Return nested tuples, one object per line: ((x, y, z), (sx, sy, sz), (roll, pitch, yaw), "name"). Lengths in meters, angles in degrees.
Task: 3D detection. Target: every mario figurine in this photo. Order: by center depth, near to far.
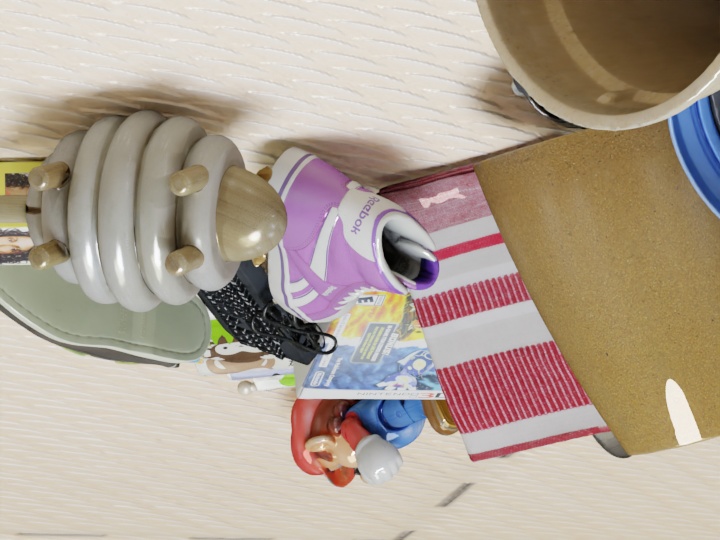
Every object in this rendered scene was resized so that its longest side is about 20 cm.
((0.027, 0.135, 2.250), (0.123, 0.106, 0.200), (10, 157, -40), "mario figurine")

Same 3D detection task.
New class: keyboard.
((-0.085, 0.027, 1.948), (0.104, 0.040, 0.200), (13, 160, 23), "keyboard")

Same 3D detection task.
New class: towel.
((0.102, 0.024, 1.843), (0.144, 0.200, 0.023), (-14, -170, 28), "towel")

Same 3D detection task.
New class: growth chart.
((-0.079, 0.058, 2.148), (0.144, 0.018, 0.200), (-11, 157, 18), "growth chart")

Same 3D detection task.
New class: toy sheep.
((-0.141, -0.037, 1.708), (0.199, 0.138, 0.138), (7, 163, 15), "toy sheep")

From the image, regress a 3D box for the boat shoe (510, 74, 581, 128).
((0.125, -0.116, 1.627), (0.074, 0.060, 0.200), (-8, 160, 8), "boat shoe")

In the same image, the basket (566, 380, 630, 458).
((0.251, 0.018, 1.880), (0.200, 0.181, 0.136), (-21, 137, 28), "basket")

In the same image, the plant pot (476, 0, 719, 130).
((0.185, -0.168, 1.341), (0.183, 0.201, 0.200), (-2, 164, -41), "plant pot")

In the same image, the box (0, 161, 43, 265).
((-0.193, -0.038, 1.809), (0.199, 0.050, 0.075), (-2, 161, -7), "box")

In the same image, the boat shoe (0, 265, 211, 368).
((-0.200, 0.027, 1.953), (0.201, 0.072, 0.060), (22, 158, -39), "boat shoe")

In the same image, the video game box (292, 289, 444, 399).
((0.056, 0.040, 2.054), (0.182, 0.047, 0.200), (-2, 154, -13), "video game box")

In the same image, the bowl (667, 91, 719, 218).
((0.275, -0.095, 1.560), (0.200, 0.201, 0.039), (-15, -162, 30), "bowl")

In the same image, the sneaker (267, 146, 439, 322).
((0.000, 0.001, 1.838), (0.114, 0.073, 0.201), (26, 164, 16), "sneaker")

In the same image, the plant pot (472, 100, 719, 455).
((0.185, 0.006, 1.698), (0.186, 0.201, 0.186), (-15, 178, -1), "plant pot")
